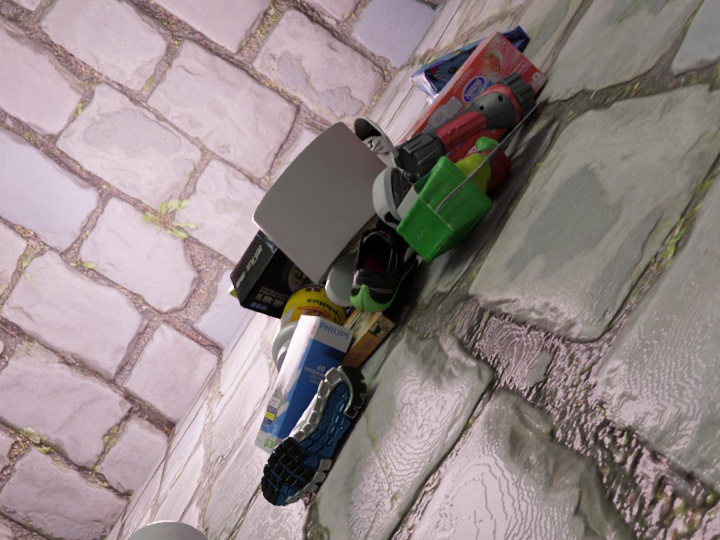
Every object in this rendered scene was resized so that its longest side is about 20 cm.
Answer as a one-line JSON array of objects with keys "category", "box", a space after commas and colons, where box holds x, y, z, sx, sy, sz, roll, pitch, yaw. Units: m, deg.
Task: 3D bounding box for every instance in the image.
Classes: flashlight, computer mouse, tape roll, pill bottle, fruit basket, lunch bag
[{"category": "flashlight", "box": [0.141, -0.186, 1.369, 0.198, 0.068, 0.068, -34, -21, -22]}, {"category": "computer mouse", "box": [0.055, -0.089, 1.416, 0.200, 0.043, 0.112, 28, -124, -65]}, {"category": "tape roll", "box": [-0.045, -0.099, 1.544, 0.203, 0.139, 0.203, -46, -3, -3]}, {"category": "pill bottle", "box": [-0.083, 0.109, 1.690, 0.110, 0.108, 0.201, -53, 10, 23]}, {"category": "fruit basket", "box": [0.132, -0.114, 1.327, 0.201, 0.093, 0.186, -52, -2, -25]}, {"category": "lunch bag", "box": [0.196, -0.358, 1.793, 0.199, 0.095, 0.151, -37, 10, -1]}]

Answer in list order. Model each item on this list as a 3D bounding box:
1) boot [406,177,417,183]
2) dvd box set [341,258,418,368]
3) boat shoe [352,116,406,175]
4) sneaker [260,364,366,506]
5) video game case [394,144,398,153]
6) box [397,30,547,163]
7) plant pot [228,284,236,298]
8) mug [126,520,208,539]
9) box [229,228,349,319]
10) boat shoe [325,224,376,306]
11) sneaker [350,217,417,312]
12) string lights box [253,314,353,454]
[{"category": "boot", "box": [0.123, -0.171, 1.634, 0.201, 0.073, 0.151, -50, 12, 33]}, {"category": "dvd box set", "box": [0.009, 0.081, 1.535, 0.200, 0.029, 0.147, -51, 11, 41]}, {"category": "boat shoe", "box": [0.025, -0.189, 1.731, 0.073, 0.065, 0.201, -38, 36, 7]}, {"category": "sneaker", "box": [-0.058, 0.218, 1.359, 0.201, 0.074, 0.087, -54, -2, -10]}, {"category": "video game case", "box": [0.106, -0.224, 1.807, 0.198, 0.019, 0.143, -32, 12, 18]}, {"category": "box", "box": [0.155, -0.223, 1.474, 0.201, 0.102, 0.095, -51, 8, -3]}, {"category": "plant pot", "box": [-0.134, -0.003, 2.116, 0.201, 0.180, 0.200, -60, 10, -17]}, {"category": "mug", "box": [-0.267, 0.475, 1.422, 0.176, 0.145, 0.204, -116, 29, -72]}, {"category": "box", "box": [-0.098, 0.003, 1.806, 0.165, 0.198, 0.087, -53, 38, 21]}, {"category": "boat shoe", "box": [0.000, 0.000, 1.534, 0.066, 0.071, 0.201, -55, 1, 41]}, {"category": "sneaker", "box": [0.037, -0.028, 1.449, 0.202, 0.075, 0.085, -72, -13, -49]}, {"category": "string lights box", "box": [-0.082, 0.170, 1.502, 0.203, 0.058, 0.103, -70, 18, -8]}]
